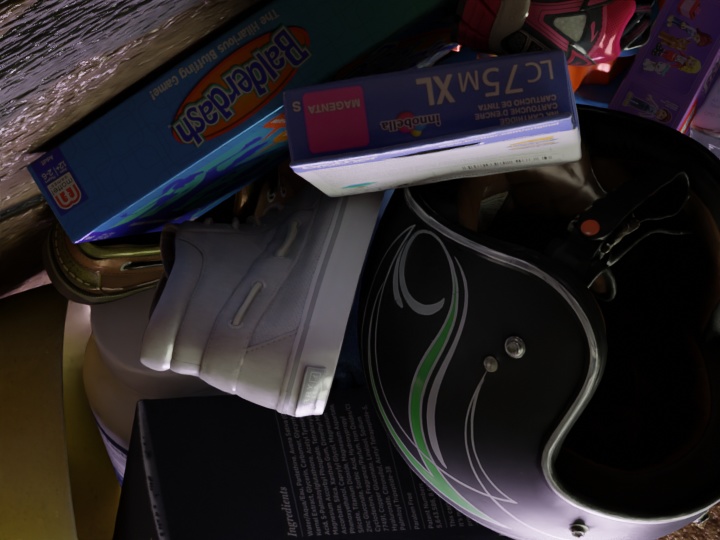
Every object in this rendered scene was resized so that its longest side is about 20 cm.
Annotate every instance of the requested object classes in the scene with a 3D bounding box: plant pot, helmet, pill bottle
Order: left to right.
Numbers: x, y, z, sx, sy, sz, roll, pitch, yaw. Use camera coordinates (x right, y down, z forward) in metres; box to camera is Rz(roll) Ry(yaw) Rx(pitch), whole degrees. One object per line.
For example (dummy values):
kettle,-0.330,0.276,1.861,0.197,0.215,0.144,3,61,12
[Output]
plant pot,-0.211,0.110,1.551,0.142,0.200,0.200,-5,176,3
pill bottle,-0.088,0.069,1.551,0.111,0.111,0.200,-30,150,-12
helmet,0.096,0.036,1.383,0.200,0.200,0.191,-28,132,-34

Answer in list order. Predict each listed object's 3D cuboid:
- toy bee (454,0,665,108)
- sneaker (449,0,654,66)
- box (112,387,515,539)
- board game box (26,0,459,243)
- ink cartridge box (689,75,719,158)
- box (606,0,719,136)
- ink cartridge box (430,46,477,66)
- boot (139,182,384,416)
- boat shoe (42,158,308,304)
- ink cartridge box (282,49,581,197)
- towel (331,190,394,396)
toy bee,0.104,-0.131,1.521,0.200,0.109,0.131,-45,157,-54
sneaker,0.101,-0.128,1.290,0.200,0.075,0.081,-45,151,-63
box,-0.022,0.144,1.483,0.200,0.104,0.148,-1,140,-15
board game box,-0.036,-0.084,1.304,0.200,0.045,0.152,-33,175,15
ink cartridge box,0.228,-0.070,1.554,0.200,0.043,0.198,-53,155,-35
box,0.188,-0.137,1.504,0.200,0.039,0.137,-61,169,-12
ink cartridge box,0.151,-0.135,1.707,0.200,0.084,0.145,-32,176,12
boot,-0.045,-0.013,1.345,0.200,0.095,0.074,-75,180,-57
boat shoe,-0.062,-0.039,1.448,0.200,0.072,0.068,-29,176,-22
ink cartridge box,0.033,-0.062,1.228,0.119,0.042,0.200,-8,179,5
towel,0.000,0.000,1.551,0.048,0.200,0.112,6,143,4
